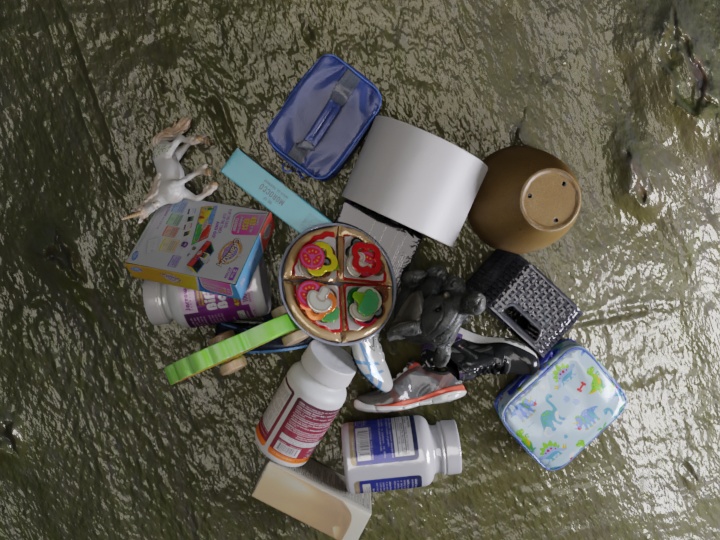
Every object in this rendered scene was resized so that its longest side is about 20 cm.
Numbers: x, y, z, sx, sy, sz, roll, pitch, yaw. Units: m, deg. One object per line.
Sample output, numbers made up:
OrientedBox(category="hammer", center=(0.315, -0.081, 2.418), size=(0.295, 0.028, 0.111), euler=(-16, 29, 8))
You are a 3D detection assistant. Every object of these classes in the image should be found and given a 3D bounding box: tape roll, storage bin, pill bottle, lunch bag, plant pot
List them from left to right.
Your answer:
OrientedBox(category="pill bottle", center=(-0.257, 0.035, 1.133), size=(0.197, 0.112, 0.114), euler=(-10, 96, 0))
OrientedBox(category="pill bottle", center=(-0.091, 0.223, 1.135), size=(0.109, 0.110, 0.201), euler=(30, 108, -3))
OrientedBox(category="lunch bag", center=(-0.063, -0.241, 1.096), size=(0.135, 0.132, 0.201), euler=(35, 94, -2))
OrientedBox(category="pill bottle", center=(0.070, 0.314, 1.160), size=(0.197, 0.120, 0.121), euler=(-6, 96, 0))
OrientedBox(category="tape roll", center=(0.086, -0.141, 1.074), size=(0.201, 0.203, 0.140), euler=(25, 96, -3))
OrientedBox(category="storage bin", center=(0.257, 0.047, 1.093), size=(0.135, 0.200, 0.094), euler=(42, 94, -4))
OrientedBox(category="plant pot", center=(0.278, -0.113, 1.080), size=(0.184, 0.200, 0.189), euler=(0, 96, -2))
OrientedBox(category="lunch bag", center=(0.346, 0.229, 1.172), size=(0.200, 0.082, 0.161), euler=(-44, 95, 4))

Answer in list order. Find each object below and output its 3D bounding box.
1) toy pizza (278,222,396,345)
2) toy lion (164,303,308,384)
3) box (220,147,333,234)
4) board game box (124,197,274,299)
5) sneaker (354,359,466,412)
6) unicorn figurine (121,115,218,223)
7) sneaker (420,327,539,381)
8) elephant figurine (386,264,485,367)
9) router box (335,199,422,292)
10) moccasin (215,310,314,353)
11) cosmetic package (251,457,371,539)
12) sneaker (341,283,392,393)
OrientedBox(category="toy pizza", center=(-0.031, 0.018, 1.063), size=(0.198, 0.032, 0.203), euler=(6, 72, -19))
OrientedBox(category="toy lion", center=(-0.196, 0.119, 1.039), size=(0.198, 0.192, 0.069), euler=(-25, 86, 12))
OrientedBox(category="box", center=(-0.137, -0.123, 1.134), size=(0.199, 0.082, 0.049), euler=(38, 92, -4))
OrientedBox(category="board game box", center=(-0.259, -0.042, 1.094), size=(0.198, 0.041, 0.154), euler=(11, 57, 14))
OrientedBox(category="sneaker", center=(0.083, 0.202, 1.183), size=(0.197, 0.077, 0.083), euler=(-9, 77, -5))
OrientedBox(category="unicorn figurine", center=(-0.312, -0.156, 1.116), size=(0.136, 0.074, 0.202), euler=(-16, 53, 6))
OrientedBox(category="sneaker", center=(0.200, 0.159, 1.142), size=(0.198, 0.076, 0.088), euler=(14, 51, 14))
OrientedBox(category="elephant figurine", center=(0.112, 0.077, 1.050), size=(0.140, 0.200, 0.157), euler=(-1, 109, 2))
OrientedBox(category="router box", center=(0.000, 0.000, 1.157), size=(0.148, 0.051, 0.202), euler=(24, 99, -3))
OrientedBox(category="moccasin", center=(-0.157, 0.104, 1.157), size=(0.197, 0.080, 0.069), euler=(-6, 95, -1))
OrientedBox(category="cosmetic package", center=(-0.083, 0.389, 1.175), size=(0.198, 0.105, 0.072), euler=(28, 95, -2))
OrientedBox(category="sneaker", center=(0.011, 0.113, 1.114), size=(0.072, 0.072, 0.202), euler=(-25, 101, 6))
